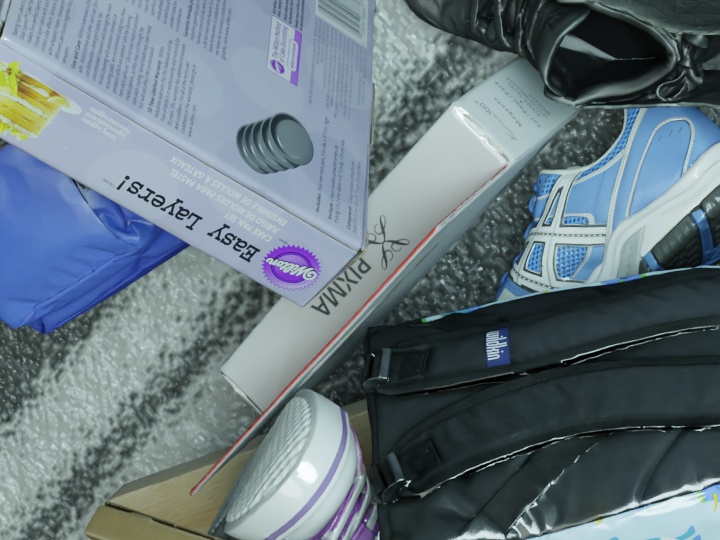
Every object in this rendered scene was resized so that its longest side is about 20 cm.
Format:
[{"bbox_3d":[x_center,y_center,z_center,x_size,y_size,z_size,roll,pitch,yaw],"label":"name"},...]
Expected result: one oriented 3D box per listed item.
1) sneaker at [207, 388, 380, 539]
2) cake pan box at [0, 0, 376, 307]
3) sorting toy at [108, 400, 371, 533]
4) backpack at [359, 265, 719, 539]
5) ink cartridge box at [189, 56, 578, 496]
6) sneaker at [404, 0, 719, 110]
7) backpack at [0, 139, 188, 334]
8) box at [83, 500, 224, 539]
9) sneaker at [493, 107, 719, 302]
[{"bbox_3d":[-0.001,0.115,0.959,0.114,0.073,0.201,31,166,-1],"label":"sneaker"},{"bbox_3d":[-0.079,-0.102,0.955,0.184,0.201,0.052,31,127,-24],"label":"cake pan box"},{"bbox_3d":[0.002,0.161,1.111,0.199,0.070,0.200,-21,105,32],"label":"sorting toy"},{"bbox_3d":[0.116,0.074,0.909,0.199,0.164,0.154,-26,127,12],"label":"backpack"},{"bbox_3d":[0.000,0.000,0.998,0.044,0.173,0.200,45,123,5],"label":"ink cartridge box"},{"bbox_3d":[0.094,-0.111,0.946,0.199,0.104,0.060,12,116,22],"label":"sneaker"},{"bbox_3d":[-0.150,-0.089,1.045,0.162,0.168,0.201,-30,92,26],"label":"backpack"},{"bbox_3d":[-0.014,0.161,0.956,0.163,0.021,0.199,37,163,-30],"label":"box"},{"bbox_3d":[0.107,-0.006,1.013,0.200,0.075,0.077,-45,65,33],"label":"sneaker"}]
